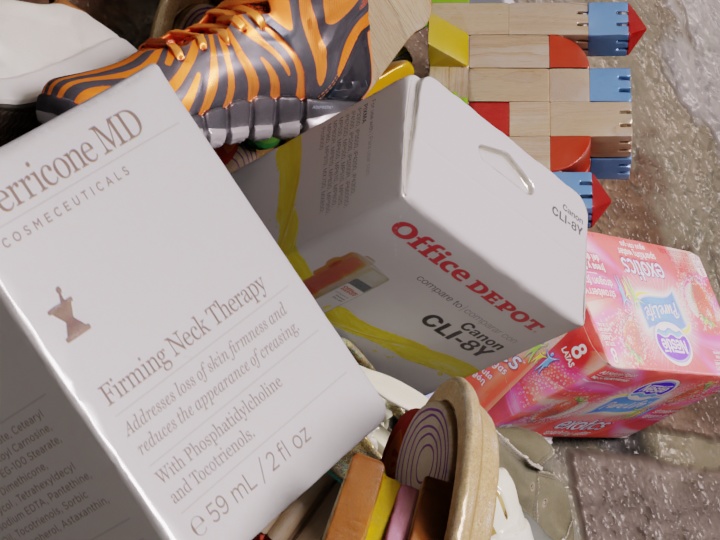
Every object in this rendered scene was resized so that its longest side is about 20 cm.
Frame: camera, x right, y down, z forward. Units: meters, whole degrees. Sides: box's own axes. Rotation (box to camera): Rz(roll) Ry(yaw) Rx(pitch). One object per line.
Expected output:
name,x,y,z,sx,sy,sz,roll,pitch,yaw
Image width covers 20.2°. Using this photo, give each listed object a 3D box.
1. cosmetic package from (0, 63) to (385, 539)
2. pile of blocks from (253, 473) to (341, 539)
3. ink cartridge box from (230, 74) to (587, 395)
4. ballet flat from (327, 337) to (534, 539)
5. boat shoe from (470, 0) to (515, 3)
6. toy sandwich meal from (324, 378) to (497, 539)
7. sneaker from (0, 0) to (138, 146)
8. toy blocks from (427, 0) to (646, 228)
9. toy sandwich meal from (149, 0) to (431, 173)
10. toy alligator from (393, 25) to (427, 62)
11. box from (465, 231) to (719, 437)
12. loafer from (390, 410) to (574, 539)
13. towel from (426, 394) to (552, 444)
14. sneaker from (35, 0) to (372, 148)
cosmetic package,-0.133,0.048,0.925,0.200,0.166,0.167,56,39,-4
pile of blocks,-0.033,0.134,1.083,0.200,0.082,0.062,37,86,-14
ink cartridge box,0.000,0.000,1.069,0.145,0.200,0.084,34,45,-34
ballet flat,0.038,0.110,1.030,0.200,0.071,0.071,43,38,9
boat shoe,0.100,-0.098,1.361,0.066,0.070,0.200,28,46,-47
toy sandwich meal,0.000,0.136,0.881,0.070,0.205,0.205,17,50,-7
sneaker,-0.204,-0.092,1.028,0.085,0.073,0.200,42,37,15
toy blocks,0.111,-0.092,1.262,0.100,0.136,0.200,83,9,-61
toy sandwich meal,-0.036,-0.121,1.149,0.205,0.070,0.206,-20,116,-47
toy alligator,0.019,-0.161,1.315,0.200,0.054,0.059,-32,92,-52
box,0.146,0.042,1.264,0.200,0.103,0.095,9,56,-56
loafer,0.069,0.118,1.150,0.200,0.075,0.070,52,40,-52
towel,0.039,0.039,1.238,0.147,0.024,0.200,-19,81,-52
sneaker,-0.078,-0.124,1.041,0.200,0.078,0.112,-10,110,-42
